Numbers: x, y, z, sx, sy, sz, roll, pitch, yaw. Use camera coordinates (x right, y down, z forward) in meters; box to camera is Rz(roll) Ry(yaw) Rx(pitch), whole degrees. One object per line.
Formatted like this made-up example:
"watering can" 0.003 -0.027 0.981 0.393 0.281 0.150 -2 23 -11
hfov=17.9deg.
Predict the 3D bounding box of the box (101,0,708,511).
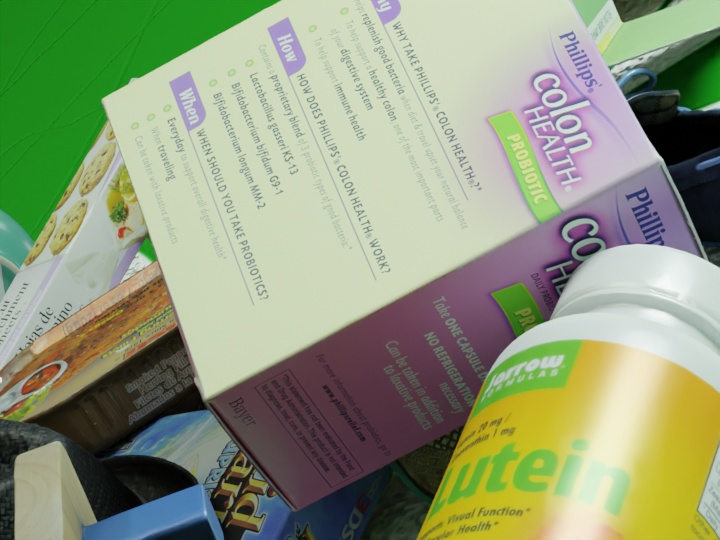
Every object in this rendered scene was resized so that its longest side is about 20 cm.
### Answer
"box" 0.017 -0.032 0.951 0.199 0.097 0.177 -28 50 5

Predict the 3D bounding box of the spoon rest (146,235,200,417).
"spoon rest" -0.116 0.048 1.226 0.099 0.061 0.201 -22 44 35

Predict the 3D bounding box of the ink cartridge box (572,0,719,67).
"ink cartridge box" 0.111 -0.123 1.103 0.199 0.048 0.146 -23 9 18

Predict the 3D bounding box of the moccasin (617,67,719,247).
"moccasin" 0.136 -0.055 1.024 0.199 0.068 0.081 -2 44 52

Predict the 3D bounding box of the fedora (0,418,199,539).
"fedora" -0.166 0.122 0.962 0.199 0.092 0.201 -22 33 15

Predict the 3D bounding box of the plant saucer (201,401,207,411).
"plant saucer" 0.000 0.000 1.157 0.199 0.037 0.201 -29 28 21

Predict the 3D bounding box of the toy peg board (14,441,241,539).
"toy peg board" -0.034 0.174 0.757 0.097 0.201 0.199 -19 27 1

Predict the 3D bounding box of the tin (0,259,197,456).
"tin" -0.100 0.032 1.127 0.199 0.042 0.112 -33 15 -1

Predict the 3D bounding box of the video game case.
"video game case" -0.092 0.148 1.013 0.180 0.045 0.201 -10 42 44

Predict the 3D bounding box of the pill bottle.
"pill bottle" 0.083 0.087 0.814 0.111 0.111 0.201 -17 33 38

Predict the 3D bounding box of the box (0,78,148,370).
"box" -0.147 -0.012 1.230 0.041 0.039 0.201 7 63 53

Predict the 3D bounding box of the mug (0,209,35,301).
"mug" -0.259 0.022 1.295 0.114 0.185 0.153 5 68 49

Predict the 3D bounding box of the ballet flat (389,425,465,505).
"ballet flat" 0.020 0.016 1.014 0.065 0.070 0.201 -47 43 20
